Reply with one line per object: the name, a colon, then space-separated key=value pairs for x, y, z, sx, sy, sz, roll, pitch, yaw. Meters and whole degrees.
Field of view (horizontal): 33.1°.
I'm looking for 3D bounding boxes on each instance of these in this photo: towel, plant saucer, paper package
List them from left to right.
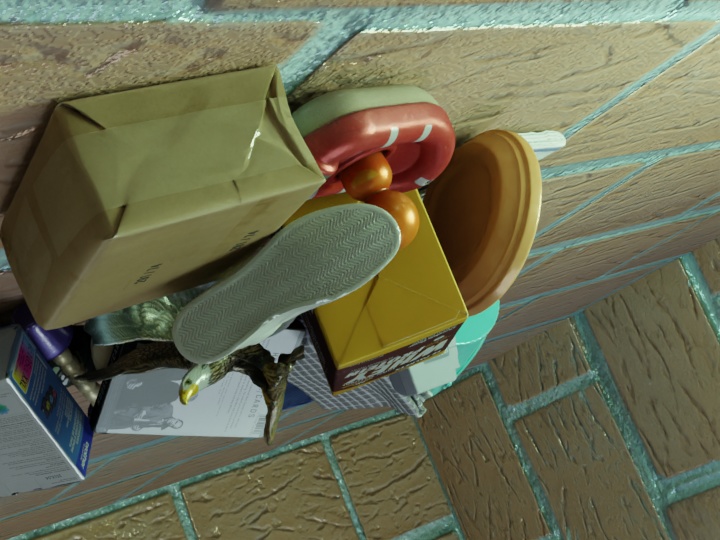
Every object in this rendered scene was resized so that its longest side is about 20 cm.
paper package: x=-0.154 y=-0.053 z=0.921 sx=0.190 sy=0.104 sz=0.200 roll=-18 pitch=167 yaw=-32
towel: x=-0.016 y=0.106 z=1.468 sx=0.165 sy=0.086 sz=0.200 roll=-8 pitch=143 yaw=32
plant saucer: x=0.113 y=-0.053 z=1.261 sx=0.037 sy=0.202 sz=0.200 roll=16 pitch=149 yaw=-28
towel: x=0.131 y=-0.110 z=1.415 sx=0.199 sy=0.024 sz=0.146 roll=-29 pitch=169 yaw=36

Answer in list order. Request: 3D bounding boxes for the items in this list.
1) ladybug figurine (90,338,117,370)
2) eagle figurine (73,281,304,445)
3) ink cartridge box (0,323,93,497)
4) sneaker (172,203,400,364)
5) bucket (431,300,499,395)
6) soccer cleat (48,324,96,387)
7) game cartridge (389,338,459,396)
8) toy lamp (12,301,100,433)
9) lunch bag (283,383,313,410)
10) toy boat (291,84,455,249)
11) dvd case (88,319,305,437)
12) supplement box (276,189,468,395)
ladybug figurine: x=-0.208 y=0.080 z=1.300 sx=0.136 sy=0.072 sz=0.200 roll=-48 pitch=132 yaw=9
eagle figurine: x=-0.158 y=0.071 z=1.138 sx=0.151 sy=0.199 sz=0.153 roll=-30 pitch=142 yaw=-83
ink cartridge box: x=-0.361 y=0.158 z=1.225 sx=0.135 sy=0.077 sz=0.201 roll=-12 pitch=131 yaw=12
sneaker: x=-0.061 y=0.007 z=1.007 sx=0.199 sy=0.074 sz=0.116 roll=-28 pitch=-179 yaw=-1
bucket: x=0.077 y=0.050 z=1.601 sx=0.206 sy=0.208 sz=0.135 roll=-15 pitch=158 yaw=-35
soccer cleat: x=-0.353 y=0.093 z=1.297 sx=0.199 sy=0.068 sz=0.081 roll=-13 pitch=156 yaw=-37
game cartridge: x=0.061 y=0.040 z=1.419 sx=0.040 sy=0.202 sz=0.133 roll=-10 pitch=179 yaw=28
toy lamp: x=-0.304 y=0.100 z=1.272 sx=0.058 sy=0.058 sz=0.200 roll=-23 pitch=142 yaw=-1
lunch bag: x=-0.120 y=0.106 z=1.638 sx=0.199 sy=0.133 sz=0.136 roll=-13 pitch=151 yaw=-33
toy boat: x=0.008 y=-0.078 z=1.034 sx=0.130 sy=0.131 sz=0.199 roll=-31 pitch=171 yaw=36
dvd case: x=-0.170 y=0.111 z=1.277 sx=0.199 sy=0.025 sz=0.151 roll=6 pitch=120 yaw=-33
supplement box: x=0.000 y=0.000 z=1.217 sx=0.132 sy=0.198 sz=0.200 roll=-20 pitch=169 yaw=-7
